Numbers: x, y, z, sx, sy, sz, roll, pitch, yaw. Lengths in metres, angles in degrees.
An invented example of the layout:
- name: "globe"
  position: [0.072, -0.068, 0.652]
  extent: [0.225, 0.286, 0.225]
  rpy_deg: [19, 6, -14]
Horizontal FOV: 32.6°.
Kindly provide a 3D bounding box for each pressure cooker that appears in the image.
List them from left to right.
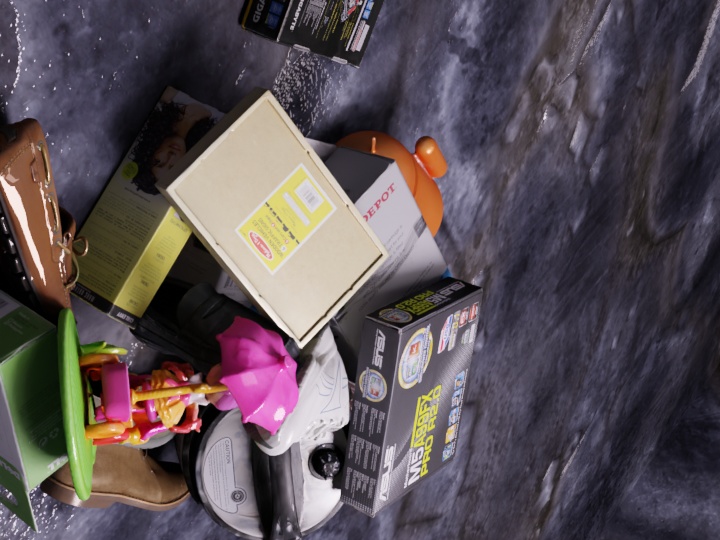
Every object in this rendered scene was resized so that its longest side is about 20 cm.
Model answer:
- name: "pressure cooker"
  position: [-0.093, 0.176, 1.255]
  extent: [0.176, 0.200, 0.179]
  rpy_deg: [42, 92, -18]

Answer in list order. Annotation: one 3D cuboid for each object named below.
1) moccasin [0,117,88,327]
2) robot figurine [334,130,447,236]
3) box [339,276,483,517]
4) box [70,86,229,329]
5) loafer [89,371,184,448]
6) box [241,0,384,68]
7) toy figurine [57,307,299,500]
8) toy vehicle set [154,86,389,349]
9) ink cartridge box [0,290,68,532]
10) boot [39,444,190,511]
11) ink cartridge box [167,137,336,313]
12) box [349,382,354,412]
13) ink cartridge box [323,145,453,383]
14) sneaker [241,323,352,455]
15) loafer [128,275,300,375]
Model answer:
- name: "moccasin"
  position: [-0.256, -0.031, 0.980]
  extent: [0.078, 0.073, 0.202]
  rpy_deg: [-35, 135, -30]
- name: "robot figurine"
  position: [0.020, -0.081, 1.363]
  extent: [0.200, 0.143, 0.118]
  rpy_deg: [39, 52, -63]
- name: "box"
  position: [0.051, 0.121, 1.220]
  extent: [0.160, 0.044, 0.201]
  rpy_deg: [-22, 125, -54]
- name: "box"
  position: [-0.183, -0.056, 1.076]
  extent: [0.201, 0.075, 0.050]
  rpy_deg: [-61, 154, -6]
- name: "loafer"
  position: [-0.228, 0.121, 1.152]
  extent: [0.200, 0.075, 0.070]
  rpy_deg: [3, 116, -61]
- name: "box"
  position: [-0.021, -0.303, 1.164]
  extent: [0.159, 0.049, 0.201]
  rpy_deg: [-2, 116, -62]
- name: "toy figurine"
  position: [-0.142, 0.102, 1.005]
  extent: [0.200, 0.183, 0.151]
  rpy_deg: [116, -33, -73]
- name: "toy vehicle set"
  position: [-0.072, -0.043, 1.079]
  extent: [0.124, 0.026, 0.200]
  rpy_deg: [-45, 119, -14]
- name: "ink cartridge box"
  position: [-0.289, 0.109, 1.004]
  extent: [0.059, 0.103, 0.201]
  rpy_deg: [-39, 144, -36]
- name: "boot"
  position: [-0.227, 0.193, 1.231]
  extent: [0.200, 0.073, 0.076]
  rpy_deg: [19, 91, -60]
- name: "ink cartridge box"
  position: [-0.110, -0.048, 1.214]
  extent: [0.116, 0.066, 0.201]
  rpy_deg: [5, 110, -60]
- name: "box"
  position: [0.017, 0.092, 1.529]
  extent: [0.075, 0.100, 0.201]
  rpy_deg: [-36, 142, -41]
- name: "ink cartridge box"
  position: [0.000, 0.000, 1.230]
  extent: [0.145, 0.083, 0.201]
  rpy_deg: [-48, 133, -22]
- name: "sneaker"
  position: [-0.044, 0.117, 1.110]
  extent: [0.074, 0.087, 0.200]
  rpy_deg: [-29, -170, 21]
- name: "loafer"
  position: [-0.140, 0.048, 1.106]
  extent: [0.068, 0.200, 0.071]
  rpy_deg: [-41, 133, -37]
